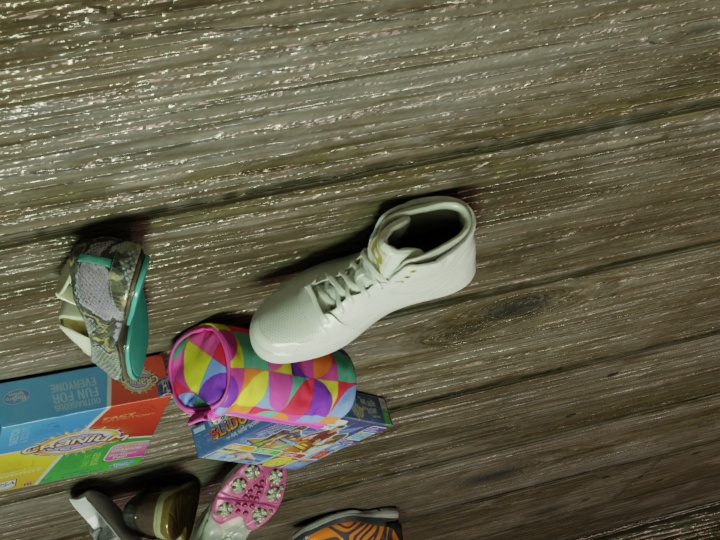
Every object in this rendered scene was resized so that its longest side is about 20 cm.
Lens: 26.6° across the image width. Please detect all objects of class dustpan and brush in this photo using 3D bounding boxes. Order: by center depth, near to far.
[{"bbox_3d":[-0.285,0.299,1.720,0.057,0.140,0.200,-37,-170,-2],"label":"dustpan and brush"}]

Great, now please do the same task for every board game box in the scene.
[{"bbox_3d":[-0.263,0.142,1.389,0.151,0.041,0.200,-10,159,-20],"label":"board game box"},{"bbox_3d":[-0.069,0.167,1.621,0.134,0.035,0.200,-26,159,21],"label":"board game box"}]

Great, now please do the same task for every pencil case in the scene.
[{"bbox_3d":[-0.087,0.098,1.357,0.088,0.089,0.199,-29,158,30],"label":"pencil case"}]

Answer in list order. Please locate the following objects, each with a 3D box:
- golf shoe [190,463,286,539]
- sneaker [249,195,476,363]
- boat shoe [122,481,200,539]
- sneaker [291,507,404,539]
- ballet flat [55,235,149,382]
[{"bbox_3d":[-0.150,0.276,1.758,0.075,0.092,0.201,25,106,-22],"label":"golf shoe"},{"bbox_3d":[0.000,0.000,1.197,0.198,0.074,0.116,-25,160,-8],"label":"sneaker"},{"bbox_3d":[-0.225,0.271,1.738,0.064,0.074,0.200,9,169,4],"label":"boat shoe"},{"bbox_3d":[-0.004,0.409,2.205,0.199,0.113,0.077,0,154,-39],"label":"sneaker"},{"bbox_3d":[-0.190,0.026,1.128,0.071,0.073,0.201,-12,160,-13],"label":"ballet flat"}]
